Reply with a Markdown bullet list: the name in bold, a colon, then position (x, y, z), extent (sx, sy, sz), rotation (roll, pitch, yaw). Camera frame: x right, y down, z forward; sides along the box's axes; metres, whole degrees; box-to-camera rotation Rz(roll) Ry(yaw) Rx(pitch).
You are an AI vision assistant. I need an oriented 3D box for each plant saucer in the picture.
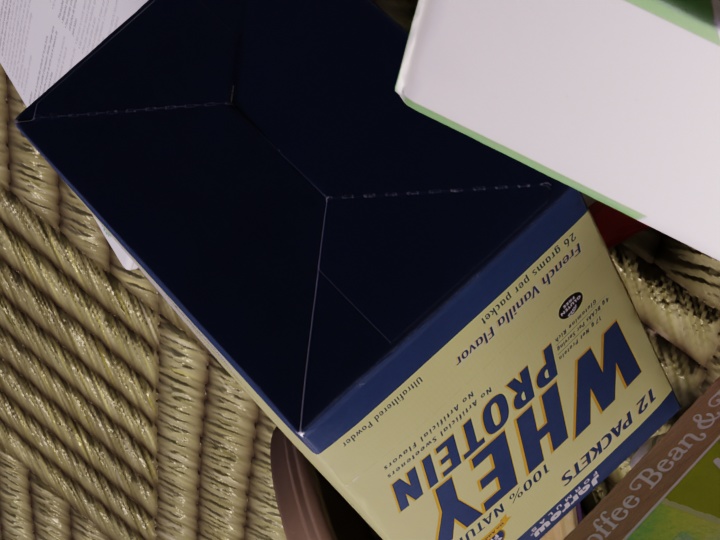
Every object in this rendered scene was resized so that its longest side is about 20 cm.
- **plant saucer**: position (0.003, 0.152, 1.117), extent (0.200, 0.029, 0.200), rotation (-24, -90, -81)

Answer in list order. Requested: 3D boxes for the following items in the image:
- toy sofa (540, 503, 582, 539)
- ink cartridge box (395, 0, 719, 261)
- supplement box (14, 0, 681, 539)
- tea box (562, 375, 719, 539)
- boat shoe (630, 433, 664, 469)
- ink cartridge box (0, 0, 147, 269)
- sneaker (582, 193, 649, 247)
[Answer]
- **toy sofa**: position (0.081, 0.200, 1.066), extent (0.098, 0.083, 0.200), rotation (40, -139, -72)
- **ink cartridge box**: position (0.122, -0.104, 0.610), extent (0.145, 0.200, 0.084), rotation (27, 144, 9)
- **supplement box**: position (0.000, 0.000, 0.887), extent (0.200, 0.134, 0.200), rotation (45, 175, 32)
- **tea box**: position (0.189, 0.136, 0.761), extent (0.197, 0.200, 0.134), rotation (17, 139, 42)
- **boat shoe**: position (0.199, 0.133, 0.943), extent (0.069, 0.072, 0.200), rotation (-55, 53, 24)
- **ink cartridge box**: position (-0.135, -0.130, 1.093), extent (0.200, 0.043, 0.196), rotation (58, 153, 17)
- **sneaker**: position (0.154, -0.023, 0.811), extent (0.116, 0.078, 0.200), rotation (50, 152, 0)
